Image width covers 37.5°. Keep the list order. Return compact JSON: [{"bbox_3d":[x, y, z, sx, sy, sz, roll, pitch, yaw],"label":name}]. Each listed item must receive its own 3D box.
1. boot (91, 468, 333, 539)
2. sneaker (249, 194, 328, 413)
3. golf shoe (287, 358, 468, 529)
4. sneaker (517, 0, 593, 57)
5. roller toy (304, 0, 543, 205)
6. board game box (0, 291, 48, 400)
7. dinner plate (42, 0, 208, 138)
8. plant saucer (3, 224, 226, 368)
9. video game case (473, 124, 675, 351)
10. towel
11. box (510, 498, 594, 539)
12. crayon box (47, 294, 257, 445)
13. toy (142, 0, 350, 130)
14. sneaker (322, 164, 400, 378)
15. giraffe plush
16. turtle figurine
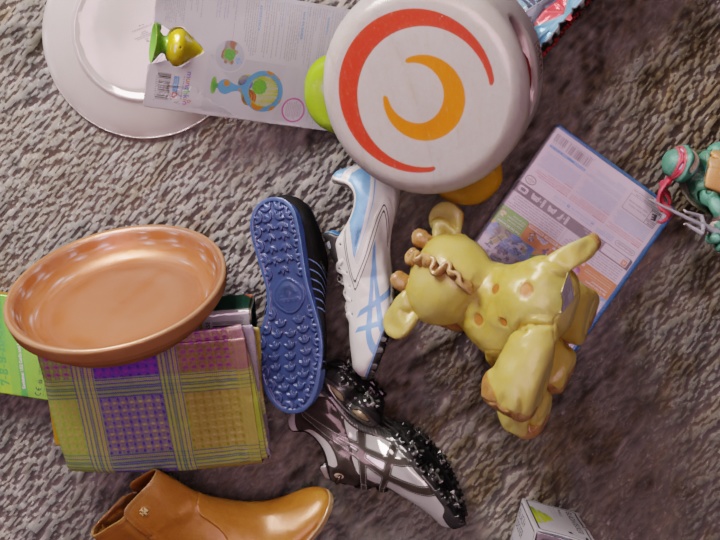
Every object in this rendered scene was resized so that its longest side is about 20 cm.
[{"bbox_3d":[-0.140,0.232,0.995,0.201,0.071,0.144,-36,114,9],"label":"boot"},{"bbox_3d":[-0.057,0.029,0.995,0.070,0.078,0.201,-3,92,19],"label":"sneaker"},{"bbox_3d":[0.017,0.181,1.015,0.094,0.078,0.200,-44,85,13],"label":"golf shoe"},{"bbox_3d":[0.186,-0.287,0.983,0.095,0.079,0.200,41,92,0],"label":"sneaker"},{"bbox_3d":[0.071,-0.169,0.945,0.200,0.140,0.183,37,116,2],"label":"roller toy"},{"bbox_3d":[-0.365,0.067,1.026,0.199,0.030,0.096,9,92,-3],"label":"board game box"},{"bbox_3d":[-0.208,-0.228,1.014,0.199,0.024,0.202,0,94,0],"label":"dinner plate"},{"bbox_3d":[-0.216,0.025,0.954,0.199,0.201,0.038,-7,122,0],"label":"plant saucer"},{"bbox_3d":[0.189,-0.018,1.026,0.143,0.018,0.200,35,92,-2],"label":"video game case"},{"bbox_3d":[-0.182,0.120,0.968,0.199,0.023,0.144,-6,113,2],"label":"towel"},{"bbox_3d":[0.159,0.329,0.996,0.060,0.117,0.201,16,94,2],"label":"box"},{"bbox_3d":[-0.195,0.094,1.003,0.199,0.051,0.128,-3,106,0],"label":"crayon box"},{"bbox_3d":[-0.101,-0.200,0.991,0.199,0.047,0.116,3,106,-26],"label":"toy"},{"bbox_3d":[0.000,0.000,1.002,0.072,0.072,0.201,1,90,1],"label":"sneaker"},{"bbox_3d":[0.111,0.033,0.950,0.161,0.201,0.173,21,57,23],"label":"giraffe plush"},{"bbox_3d":[0.355,-0.086,0.981,0.199,0.101,0.151,13,91,-12],"label":"turtle figurine"}]
